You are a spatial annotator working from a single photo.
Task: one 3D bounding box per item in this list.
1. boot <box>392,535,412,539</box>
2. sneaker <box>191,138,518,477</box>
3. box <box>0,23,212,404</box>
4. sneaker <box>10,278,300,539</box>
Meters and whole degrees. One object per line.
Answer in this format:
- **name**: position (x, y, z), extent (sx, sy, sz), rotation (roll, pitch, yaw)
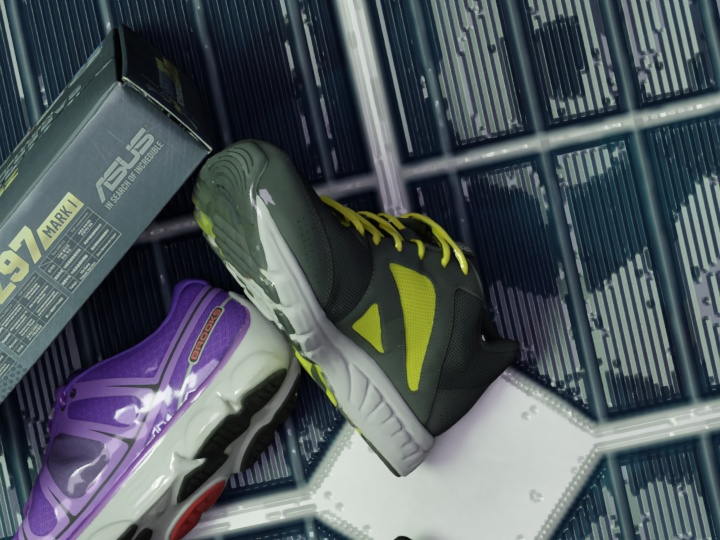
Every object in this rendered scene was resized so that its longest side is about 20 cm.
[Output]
- **boot**: position (0.010, 0.220, 1.224), extent (0.144, 0.072, 0.200), rotation (27, 86, 9)
- **sneaker**: position (0.000, 0.000, 1.182), extent (0.085, 0.200, 0.074), rotation (-39, 51, -5)
- **box**: position (-0.143, -0.003, 1.200), extent (0.051, 0.158, 0.200), rotation (38, 97, -13)
- **sneaker**: position (-0.112, 0.089, 1.252), extent (0.083, 0.081, 0.200), rotation (42, 89, 23)
